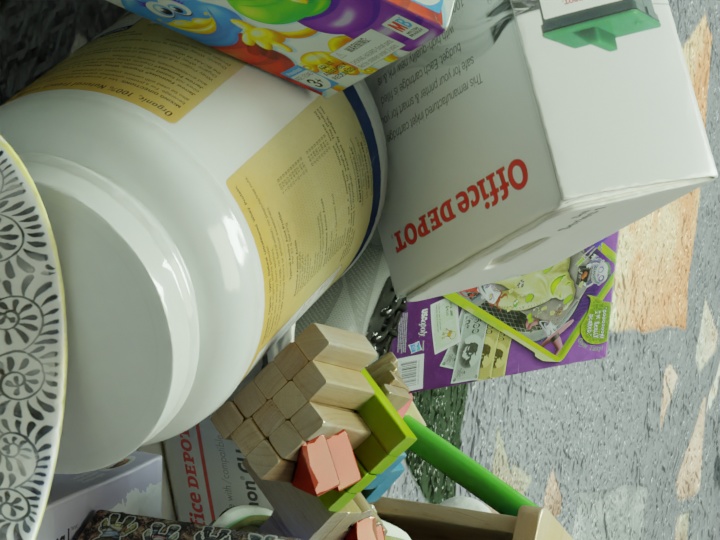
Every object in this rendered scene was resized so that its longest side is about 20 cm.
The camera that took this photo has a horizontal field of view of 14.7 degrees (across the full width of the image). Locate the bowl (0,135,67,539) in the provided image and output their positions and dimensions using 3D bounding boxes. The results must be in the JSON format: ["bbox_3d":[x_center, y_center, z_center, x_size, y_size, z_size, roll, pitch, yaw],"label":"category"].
[{"bbox_3d":[-0.186,0.043,0.938,0.201,0.094,0.202,5,90,-68],"label":"bowl"}]

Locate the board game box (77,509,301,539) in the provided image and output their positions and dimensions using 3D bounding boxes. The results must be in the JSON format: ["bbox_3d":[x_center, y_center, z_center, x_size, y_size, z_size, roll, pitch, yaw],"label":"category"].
[{"bbox_3d":[-0.088,0.222,1.093,0.200,0.096,0.160,-58,146,-48],"label":"board game box"}]

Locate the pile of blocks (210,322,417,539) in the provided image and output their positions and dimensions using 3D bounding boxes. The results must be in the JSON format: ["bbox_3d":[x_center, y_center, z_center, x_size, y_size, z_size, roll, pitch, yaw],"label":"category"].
[{"bbox_3d":[-0.002,0.089,1.154,0.082,0.062,0.200,-34,158,-9],"label":"pile of blocks"}]

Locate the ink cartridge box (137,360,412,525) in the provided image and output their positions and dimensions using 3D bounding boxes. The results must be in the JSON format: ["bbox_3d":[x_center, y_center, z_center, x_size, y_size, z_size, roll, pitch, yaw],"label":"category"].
[{"bbox_3d":[-0.043,0.073,1.339,0.200,0.067,0.117,-57,146,-48],"label":"ink cartridge box"}]

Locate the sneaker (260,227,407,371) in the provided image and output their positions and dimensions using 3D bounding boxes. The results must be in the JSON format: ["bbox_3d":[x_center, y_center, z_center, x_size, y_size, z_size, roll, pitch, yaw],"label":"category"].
[{"bbox_3d":[0.000,0.000,1.241,0.074,0.079,0.201,-20,113,-75],"label":"sneaker"}]

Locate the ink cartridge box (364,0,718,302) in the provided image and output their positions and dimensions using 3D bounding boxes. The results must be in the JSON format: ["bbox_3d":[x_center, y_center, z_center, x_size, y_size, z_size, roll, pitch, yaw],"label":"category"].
[{"bbox_3d":[0.054,-0.104,1.156,0.084,0.146,0.201,-10,80,-29],"label":"ink cartridge box"}]

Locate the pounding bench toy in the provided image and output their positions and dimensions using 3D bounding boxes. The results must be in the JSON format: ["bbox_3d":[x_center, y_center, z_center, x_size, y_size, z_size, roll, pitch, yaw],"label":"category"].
[{"bbox_3d":[0.052,0.158,1.479,0.124,0.155,0.201,48,51,-62],"label":"pounding bench toy"}]

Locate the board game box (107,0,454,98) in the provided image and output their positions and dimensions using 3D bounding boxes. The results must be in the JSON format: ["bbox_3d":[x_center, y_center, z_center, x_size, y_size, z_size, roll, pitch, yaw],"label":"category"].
[{"bbox_3d":[-0.064,-0.158,1.038,0.199,0.105,0.104,23,69,-22],"label":"board game box"}]

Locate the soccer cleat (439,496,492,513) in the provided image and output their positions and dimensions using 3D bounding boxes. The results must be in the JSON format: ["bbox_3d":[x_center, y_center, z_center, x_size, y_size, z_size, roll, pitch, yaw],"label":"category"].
[{"bbox_3d":[0.039,0.225,1.589,0.085,0.068,0.201,45,59,-68],"label":"soccer cleat"}]

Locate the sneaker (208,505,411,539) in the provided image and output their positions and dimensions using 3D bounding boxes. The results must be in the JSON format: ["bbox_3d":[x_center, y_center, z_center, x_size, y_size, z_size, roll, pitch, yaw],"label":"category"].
[{"bbox_3d":[-0.011,0.152,1.256,0.200,0.088,0.077,-2,107,-54],"label":"sneaker"}]

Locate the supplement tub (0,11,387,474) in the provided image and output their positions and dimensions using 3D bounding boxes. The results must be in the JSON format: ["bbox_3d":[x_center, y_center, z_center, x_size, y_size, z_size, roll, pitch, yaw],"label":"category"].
[{"bbox_3d":[-0.086,-0.018,1.106,0.200,0.144,0.145,-46,137,-57],"label":"supplement tub"}]

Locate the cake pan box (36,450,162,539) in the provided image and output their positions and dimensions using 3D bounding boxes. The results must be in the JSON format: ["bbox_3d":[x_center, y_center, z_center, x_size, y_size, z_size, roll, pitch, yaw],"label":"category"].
[{"bbox_3d":[-0.146,0.179,1.135,0.200,0.052,0.185,-17,109,-66],"label":"cake pan box"}]

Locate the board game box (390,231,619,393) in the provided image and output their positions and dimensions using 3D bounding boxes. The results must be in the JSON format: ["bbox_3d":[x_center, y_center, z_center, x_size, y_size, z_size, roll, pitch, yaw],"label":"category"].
[{"bbox_3d":[0.068,-0.036,1.324,0.032,0.119,0.201,-117,-155,-53],"label":"board game box"}]
